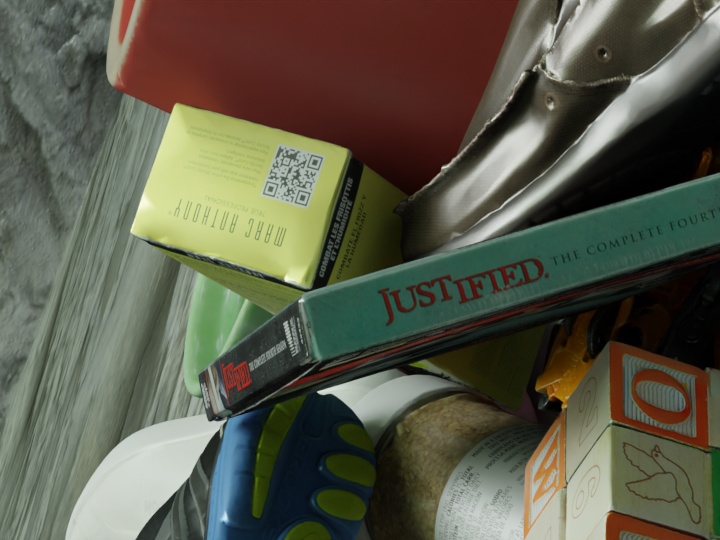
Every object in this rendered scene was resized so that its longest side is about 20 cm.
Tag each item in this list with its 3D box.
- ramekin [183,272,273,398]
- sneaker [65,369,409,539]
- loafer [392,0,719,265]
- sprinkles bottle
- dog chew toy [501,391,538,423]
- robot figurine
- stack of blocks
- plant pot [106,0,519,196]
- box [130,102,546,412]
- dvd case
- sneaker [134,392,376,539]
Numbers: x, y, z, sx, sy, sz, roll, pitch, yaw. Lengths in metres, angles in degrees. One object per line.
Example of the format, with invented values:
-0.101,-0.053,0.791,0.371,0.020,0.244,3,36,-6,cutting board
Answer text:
-0.019,-0.016,1.379,0.200,0.097,0.201,-163,90,-78,ramekin
-0.057,0.103,0.972,0.200,0.073,0.085,-32,28,42,sneaker
0.077,-0.063,0.794,0.200,0.073,0.071,-40,70,37,loafer
0.064,0.087,0.816,0.200,0.068,0.069,20,93,58,sprinkles bottle
0.018,0.056,1.097,0.200,0.124,0.125,-79,11,-64,dog chew toy
0.118,-0.021,0.883,0.145,0.058,0.201,-137,65,-77,robot figurine
0.102,0.124,0.633,0.059,0.114,0.201,119,162,-44,stack of blocks
0.010,-0.115,0.909,0.200,0.176,0.202,-167,90,-79,plant pot
0.000,0.000,0.906,0.200,0.075,0.050,33,-105,-61,box
0.034,0.009,0.745,0.200,0.145,0.022,139,114,-77,dvd case
-0.051,0.122,0.814,0.083,0.071,0.200,-54,7,46,sneaker
